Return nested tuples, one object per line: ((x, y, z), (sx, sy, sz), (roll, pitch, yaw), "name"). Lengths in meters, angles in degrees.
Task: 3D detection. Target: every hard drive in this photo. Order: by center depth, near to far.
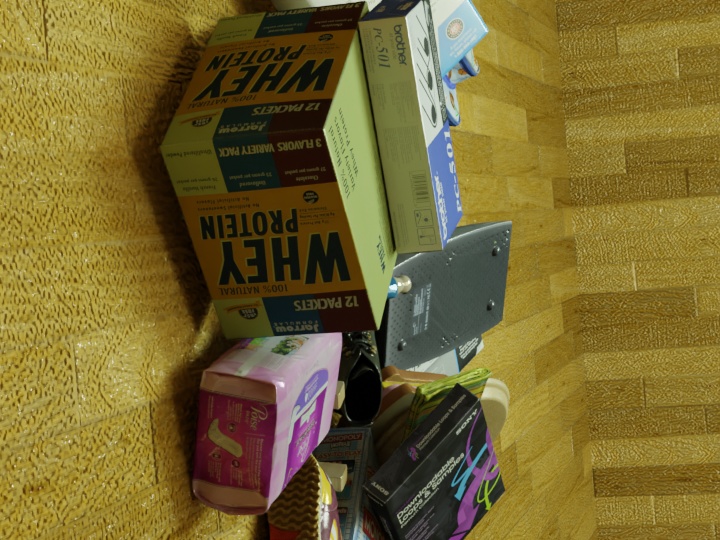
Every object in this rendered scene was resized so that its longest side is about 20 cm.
((0.082, 0.023, 1.742), (0.200, 0.042, 0.136), (-22, 124, -43), "hard drive")

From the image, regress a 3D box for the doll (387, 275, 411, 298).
((-0.020, -0.002, 1.489), (0.200, 0.136, 0.049), (-74, -179, -72), "doll")

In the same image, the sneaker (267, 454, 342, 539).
((-0.049, 0.267, 1.474), (0.090, 0.075, 0.201), (57, 32, -49), "sneaker")

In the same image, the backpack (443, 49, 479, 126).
((0.044, -0.230, 1.761), (0.200, 0.153, 0.191), (-28, 100, -73), "backpack")

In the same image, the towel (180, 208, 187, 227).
((-0.108, -0.062, 1.447), (0.200, 0.023, 0.144), (56, 34, -61), "towel")

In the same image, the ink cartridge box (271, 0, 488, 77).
((0.008, -0.263, 1.581), (0.146, 0.084, 0.200), (-44, 119, -15), "ink cartridge box")

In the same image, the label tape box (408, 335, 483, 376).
((0.058, 0.048, 1.812), (0.143, 0.066, 0.201), (-43, 139, -30), "label tape box")

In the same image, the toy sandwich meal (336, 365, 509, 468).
((0.064, 0.164, 1.738), (0.070, 0.205, 0.205), (54, -1, 30), "toy sandwich meal")

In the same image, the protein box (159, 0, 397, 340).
((-0.053, -0.083, 1.362), (0.200, 0.134, 0.199), (-75, 156, -51), "protein box")

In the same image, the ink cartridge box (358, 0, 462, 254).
((0.045, -0.124, 1.391), (0.094, 0.044, 0.201), (-56, 139, -65), "ink cartridge box")

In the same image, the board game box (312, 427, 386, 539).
((-0.010, 0.269, 1.640), (0.200, 0.061, 0.201), (59, 31, -58), "board game box")

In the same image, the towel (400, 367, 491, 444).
((0.077, 0.180, 1.677), (0.018, 0.086, 0.201), (54, -34, 37), "towel")

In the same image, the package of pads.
((-0.076, 0.113, 1.387), (0.200, 0.075, 0.121), (-46, 144, -68), "package of pads")

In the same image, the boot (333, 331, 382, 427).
((-0.007, 0.047, 1.593), (0.138, 0.077, 0.201), (-149, -128, -79), "boot")

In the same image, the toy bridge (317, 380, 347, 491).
((-0.049, 0.112, 1.522), (0.027, 0.067, 0.201), (-64, 156, -59), "toy bridge")

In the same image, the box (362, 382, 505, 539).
((0.078, 0.218, 1.648), (0.143, 0.036, 0.200), (-46, 147, -18), "box")
